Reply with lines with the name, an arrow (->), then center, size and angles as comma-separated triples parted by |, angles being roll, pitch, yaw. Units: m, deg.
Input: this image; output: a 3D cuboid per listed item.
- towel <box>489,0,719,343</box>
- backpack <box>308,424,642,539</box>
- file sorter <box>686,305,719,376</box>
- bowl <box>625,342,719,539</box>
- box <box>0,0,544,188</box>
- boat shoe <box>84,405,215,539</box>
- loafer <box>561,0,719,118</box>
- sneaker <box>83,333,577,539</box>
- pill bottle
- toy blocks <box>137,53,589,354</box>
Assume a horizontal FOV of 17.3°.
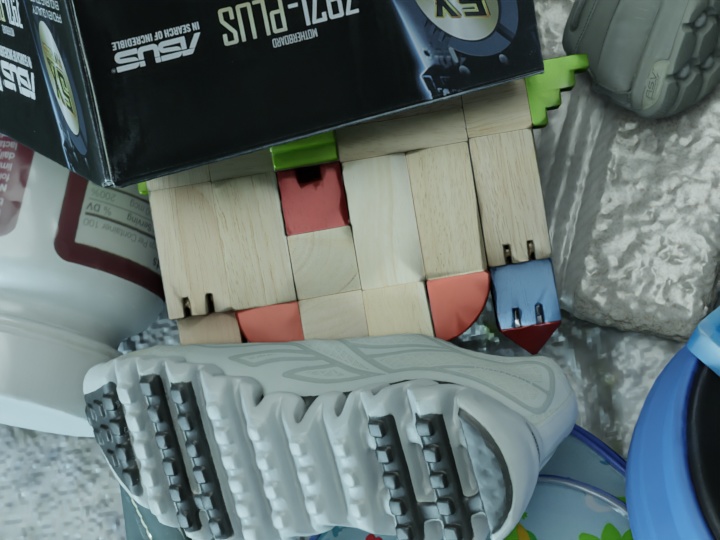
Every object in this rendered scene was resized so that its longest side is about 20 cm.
towel -> 0.108, -0.076, 0.994 | 0.132, 0.034, 0.200 | 13, 80, 18
backpack -> 0.067, 0.152, 0.886 | 0.183, 0.147, 0.200 | -46, 64, -5
file sorter -> 0.242, 0.021, 0.788 | 0.200, 0.123, 0.139 | 42, 54, 19
bowl -> 0.195, 0.082, 0.832 | 0.200, 0.039, 0.201 | 7, 51, -9
box -> -0.052, -0.103, 0.865 | 0.163, 0.200, 0.086 | -17, 106, -19
boat shoe -> -0.073, 0.137, 0.945 | 0.062, 0.073, 0.200 | -24, 92, 2
loafer -> 0.128, -0.156, 0.918 | 0.070, 0.070, 0.200 | 34, 120, 29
sneaker -> -0.013, 0.057, 0.866 | 0.200, 0.081, 0.075 | 4, 116, 33
pill bottle -> -0.129, -0.037, 1.005 | 0.114, 0.114, 0.200 | 9, 78, 17
toy blocks -> 0.000, 0.000, 0.925 | 0.199, 0.100, 0.137 | -10, 90, 2
